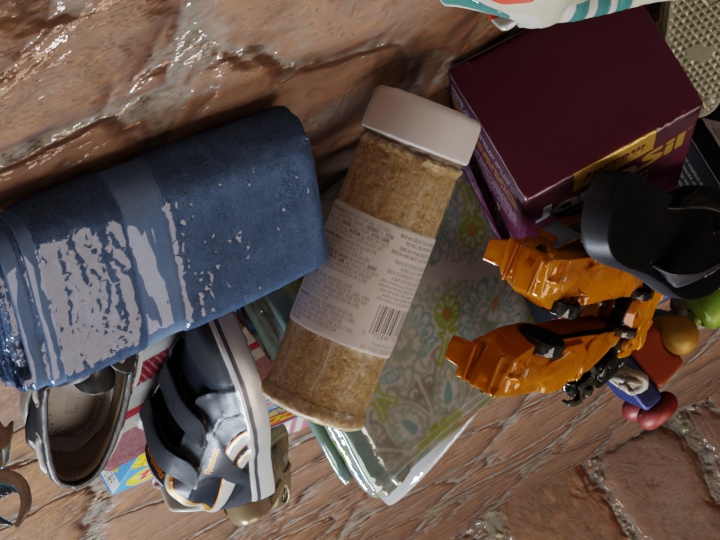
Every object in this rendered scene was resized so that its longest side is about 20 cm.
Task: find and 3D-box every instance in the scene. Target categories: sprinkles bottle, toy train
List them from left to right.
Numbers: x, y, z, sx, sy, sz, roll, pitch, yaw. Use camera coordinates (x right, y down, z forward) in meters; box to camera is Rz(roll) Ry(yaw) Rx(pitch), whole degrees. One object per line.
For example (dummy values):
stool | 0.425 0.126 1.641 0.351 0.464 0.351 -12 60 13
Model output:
sprinkles bottle | 0.005 -0.007 1.053 0.068 0.068 0.200 10 102 -68
toy train | 0.229 0.051 1.304 0.116 0.085 0.200 -40 -179 -1

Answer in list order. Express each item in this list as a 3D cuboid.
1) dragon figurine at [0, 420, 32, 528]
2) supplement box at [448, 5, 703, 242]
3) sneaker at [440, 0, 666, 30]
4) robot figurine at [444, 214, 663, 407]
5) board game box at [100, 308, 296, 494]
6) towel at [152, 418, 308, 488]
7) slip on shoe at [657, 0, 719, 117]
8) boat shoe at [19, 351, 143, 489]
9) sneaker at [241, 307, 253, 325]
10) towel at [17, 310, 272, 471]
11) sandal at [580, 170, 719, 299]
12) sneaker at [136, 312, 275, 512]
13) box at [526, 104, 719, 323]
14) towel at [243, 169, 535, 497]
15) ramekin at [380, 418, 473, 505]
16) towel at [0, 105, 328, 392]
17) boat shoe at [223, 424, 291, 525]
dragon figurine | -0.252 0.136 1.091 0.059 0.200 0.100 -17 123 -46
supplement box | 0.138 -0.087 1.164 0.131 0.103 0.200 -28 164 -3
sneaker | 0.116 -0.170 0.958 0.093 0.070 0.200 -19 177 39
robot figurine | 0.139 0.020 1.153 0.200 0.058 0.145 -7 122 -57
board game box | -0.095 0.079 1.358 0.200 0.056 0.196 -21 162 -31
towel | -0.085 0.134 1.604 0.200 0.030 0.146 -20 163 -34
slip on shoe | 0.228 -0.179 1.134 0.074 0.061 0.200 11 147 0
boat shoe | -0.165 0.052 1.054 0.074 0.060 0.200 -3 137 -27
sneaker | 0.000 0.000 1.197 0.200 0.083 0.072 -20 125 -56
towel | -0.147 0.053 1.141 0.144 0.023 0.200 -29 146 1
sandal | 0.204 -0.019 1.126 0.043 0.076 0.200 7 -178 35
sneaker | -0.102 0.098 1.143 0.079 0.078 0.200 -18 142 -12
box | 0.221 -0.044 1.427 0.198 0.123 0.200 -36 164 25
towel | 0.022 0.028 1.153 0.171 0.200 0.048 -40 -149 -23
ramekin | 0.050 0.085 1.452 0.201 0.098 0.200 -51 180 0
towel | -0.116 -0.015 0.975 0.200 0.049 0.112 -23 129 -24
boat shoe | -0.093 0.174 1.482 0.071 0.065 0.200 -23 179 7
